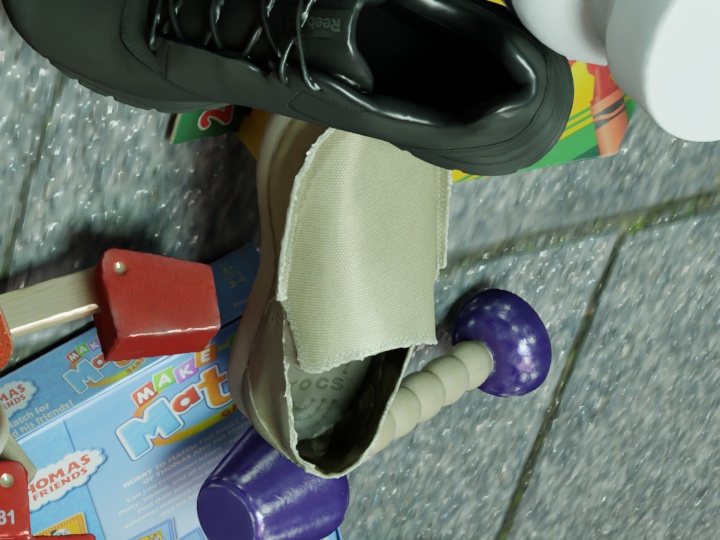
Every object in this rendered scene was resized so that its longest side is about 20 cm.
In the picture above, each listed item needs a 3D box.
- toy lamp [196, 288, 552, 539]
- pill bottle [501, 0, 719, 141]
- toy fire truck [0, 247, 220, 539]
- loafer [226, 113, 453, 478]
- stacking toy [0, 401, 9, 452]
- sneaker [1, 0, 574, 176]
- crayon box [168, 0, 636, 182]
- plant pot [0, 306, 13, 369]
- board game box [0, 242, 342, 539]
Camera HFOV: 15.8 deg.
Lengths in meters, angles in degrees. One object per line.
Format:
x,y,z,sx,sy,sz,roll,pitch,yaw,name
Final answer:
0.007,0.067,1.107,0.200,0.058,0.058,-27,147,-45,toy lamp
0.077,-0.141,0.859,0.115,0.200,0.116,-24,143,-19,pill bottle
-0.151,0.068,0.977,0.199,0.142,0.049,-2,168,-13,toy fire truck
0.000,0.000,0.976,0.075,0.068,0.201,-14,138,-25,loafer
-0.165,-0.036,0.850,0.146,0.146,0.201,3,113,-43,stacking toy
-0.025,-0.084,0.865,0.091,0.199,0.076,20,80,-86,sneaker
0.033,-0.094,1.004,0.199,0.051,0.127,-11,137,-33,crayon box
-0.238,-0.042,0.709,0.199,0.176,0.201,-28,143,-13,plant pot
-0.089,0.093,1.117,0.151,0.037,0.201,-29,145,-14,board game box
